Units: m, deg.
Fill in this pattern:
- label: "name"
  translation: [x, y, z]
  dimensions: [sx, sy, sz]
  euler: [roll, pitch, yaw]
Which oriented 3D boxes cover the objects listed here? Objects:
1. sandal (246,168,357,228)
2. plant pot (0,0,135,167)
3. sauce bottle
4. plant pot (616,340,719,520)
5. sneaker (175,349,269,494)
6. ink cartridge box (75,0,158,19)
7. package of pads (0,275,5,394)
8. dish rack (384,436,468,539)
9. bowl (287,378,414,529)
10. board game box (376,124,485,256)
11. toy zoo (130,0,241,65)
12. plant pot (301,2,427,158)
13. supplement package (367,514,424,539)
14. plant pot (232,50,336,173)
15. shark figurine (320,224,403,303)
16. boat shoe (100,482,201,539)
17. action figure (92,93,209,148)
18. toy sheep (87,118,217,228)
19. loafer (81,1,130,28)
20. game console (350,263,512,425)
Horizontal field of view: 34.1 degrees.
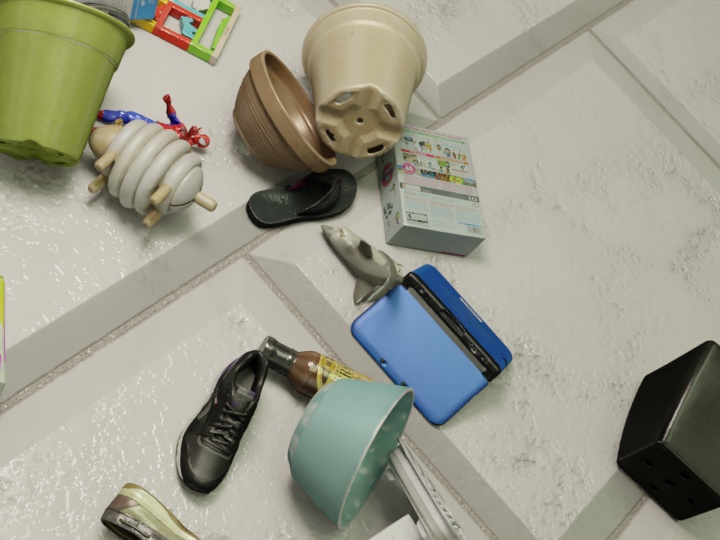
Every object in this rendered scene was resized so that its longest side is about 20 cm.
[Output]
- label: "sandal"
  translation: [-0.077, -0.112, 1.768]
  dimensions: [0.200, 0.048, 0.075]
  euler: [-22, 73, -37]
- label: "plant pot"
  translation: [-0.421, -0.245, 1.572]
  dimensions: [0.200, 0.200, 0.190]
  euler: [14, 80, -21]
- label: "sauce bottle"
  translation: [-0.049, 0.152, 1.605]
  dimensions: [0.200, 0.065, 0.065]
  euler: [27, 51, -12]
- label: "plant pot"
  translation: [0.507, 0.257, 1.772]
  dimensions: [0.200, 0.200, 0.177]
  euler: [44, 60, 2]
- label: "sneaker"
  translation: [-0.174, 0.184, 1.498]
  dimensions: [0.076, 0.088, 0.200]
  euler: [27, 51, -11]
- label: "ink cartridge box"
  translation: [-0.413, -0.440, 1.765]
  dimensions: [0.200, 0.067, 0.116]
  euler: [-7, 64, -23]
- label: "package of pads"
  translation: [-0.524, 0.069, 1.391]
  dimensions: [0.200, 0.068, 0.155]
  euler: [6, 58, -27]
- label: "dish rack"
  translation: [0.097, 0.320, 1.502]
  dimensions: [0.172, 0.044, 0.200]
  euler: [58, -2, -30]
- label: "bowl"
  translation: [-0.022, 0.220, 1.513]
  dimensions: [0.105, 0.201, 0.201]
  euler: [25, 48, 14]
- label: "board game box"
  translation: [0.109, -0.131, 1.875]
  dimensions: [0.148, 0.064, 0.200]
  euler: [10, 57, -24]
- label: "toy zoo"
  translation: [-0.299, -0.419, 1.861]
  dimensions: [0.200, 0.020, 0.131]
  euler: [26, 51, -12]
- label: "plant pot"
  translation: [0.001, -0.276, 1.796]
  dimensions: [0.200, 0.200, 0.184]
  euler: [22, 40, -15]
- label: "supplement package"
  translation: [-0.003, 0.407, 1.430]
  dimensions: [0.200, 0.117, 0.117]
  euler: [-24, 75, -38]
- label: "plant pot"
  translation: [-0.126, -0.220, 1.757]
  dimensions: [0.201, 0.093, 0.201]
  euler: [54, 15, -21]
- label: "shark figurine"
  translation: [0.017, 0.012, 1.707]
  dimensions: [0.128, 0.090, 0.214]
  euler: [32, 4, -31]
- label: "boat shoe"
  translation: [-0.222, 0.339, 1.389]
  dimensions: [0.201, 0.072, 0.066]
  euler: [42, 60, 2]
- label: "action figure"
  translation: [-0.303, -0.218, 1.684]
  dimensions: [0.200, 0.099, 0.065]
  euler: [12, 57, -25]
- label: "toy sheep"
  translation: [-0.286, -0.135, 1.616]
  dimensions: [0.200, 0.138, 0.138]
  euler: [35, 50, 1]
- label: "loafer"
  translation: [-0.429, -0.350, 1.704]
  dimensions: [0.200, 0.072, 0.063]
  euler: [-2, 24, -22]
- label: "game console"
  translation: [0.109, 0.107, 1.752]
  dimensions: [0.200, 0.118, 0.171]
  euler: [49, 19, 6]
